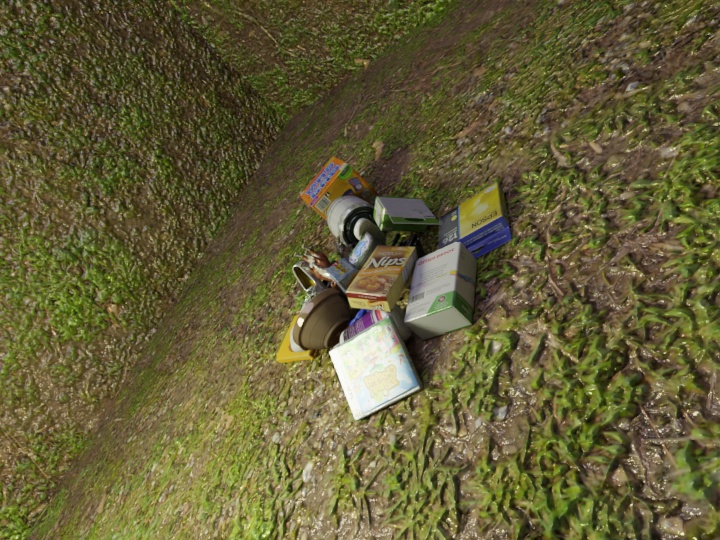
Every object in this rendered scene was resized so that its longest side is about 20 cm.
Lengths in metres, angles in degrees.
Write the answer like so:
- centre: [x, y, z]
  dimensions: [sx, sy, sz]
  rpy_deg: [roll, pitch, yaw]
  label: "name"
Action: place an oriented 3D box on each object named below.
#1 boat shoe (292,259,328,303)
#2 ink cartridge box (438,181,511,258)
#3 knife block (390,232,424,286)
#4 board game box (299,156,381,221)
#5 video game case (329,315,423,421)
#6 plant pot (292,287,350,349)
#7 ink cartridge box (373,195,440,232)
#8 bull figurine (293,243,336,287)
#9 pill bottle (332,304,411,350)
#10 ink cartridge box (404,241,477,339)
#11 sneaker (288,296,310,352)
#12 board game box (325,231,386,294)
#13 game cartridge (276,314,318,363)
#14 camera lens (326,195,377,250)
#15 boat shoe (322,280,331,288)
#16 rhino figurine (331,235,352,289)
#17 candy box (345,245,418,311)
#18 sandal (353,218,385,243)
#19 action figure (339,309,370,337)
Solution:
- centre: [-0.144, 0.062, 1.556]
  dimensions: [0.074, 0.203, 0.086]
  rpy_deg: [-33, -3, 28]
  label: "boat shoe"
- centre: [0.293, -0.114, 1.337]
  dimensions: [0.197, 0.047, 0.201]
  rpy_deg: [-30, 31, 32]
  label: "ink cartridge box"
- centre: [0.095, -0.024, 1.432]
  dimensions: [0.199, 0.064, 0.176]
  rpy_deg: [-29, 37, -8]
  label: "knife block"
- centre: [-0.073, -0.273, 1.900]
  dimensions: [0.200, 0.200, 0.200]
  rpy_deg: [-49, 27, 1]
  label: "board game box"
- centre: [0.031, 0.232, 1.202]
  dimensions: [0.199, 0.022, 0.183]
  rpy_deg: [-34, 68, 27]
  label: "video game case"
- centre: [-0.092, 0.158, 1.460]
  dimensions: [0.092, 0.201, 0.201]
  rpy_deg: [37, 86, 26]
  label: "plant pot"
- centre: [0.132, -0.147, 1.492]
  dimensions: [0.200, 0.146, 0.076]
  rpy_deg: [-111, 26, -59]
  label: "ink cartridge box"
- centre: [-0.124, -0.017, 1.501]
  dimensions: [0.065, 0.121, 0.200]
  rpy_deg: [-58, 22, 3]
  label: "bull figurine"
- centre: [0.026, 0.172, 1.296]
  dimensions: [0.200, 0.112, 0.113]
  rpy_deg: [-38, 29, 20]
  label: "pill bottle"
- centre: [0.197, 0.048, 1.229]
  dimensions: [0.144, 0.084, 0.201]
  rpy_deg: [-24, 37, 39]
  label: "ink cartridge box"
- centre: [-0.181, 0.163, 1.589]
  dimensions: [0.084, 0.073, 0.201]
  rpy_deg: [-21, 39, 41]
  label: "sneaker"
- centre: [0.000, 0.000, 1.431]
  dimensions: [0.062, 0.200, 0.201]
  rpy_deg: [39, 96, 32]
  label: "board game box"
- centre: [-0.182, 0.213, 1.645]
  dimensions: [0.199, 0.032, 0.177]
  rpy_deg: [-18, 41, 48]
  label: "game cartridge"
- centre: [-0.021, -0.165, 1.733]
  dimensions: [0.160, 0.160, 0.200]
  rpy_deg: [-49, 28, 1]
  label: "camera lens"
- centre: [-0.110, 0.044, 1.713]
  dimensions: [0.067, 0.057, 0.201]
  rpy_deg: [-26, 36, 40]
  label: "boat shoe"
- centre: [-0.045, -0.012, 1.557]
  dimensions: [0.059, 0.202, 0.087]
  rpy_deg: [-22, 23, -32]
  label: "rhino figurine"
- centre: [0.059, 0.015, 1.292]
  dimensions: [0.115, 0.056, 0.200]
  rpy_deg: [4, 40, 29]
  label: "candy box"
- centre: [0.024, -0.096, 1.477]
  dimensions: [0.050, 0.203, 0.083]
  rpy_deg: [29, 75, 30]
  label: "sandal"
- centre: [0.026, 0.116, 1.410]
  dimensions: [0.201, 0.065, 0.099]
  rpy_deg: [-57, 11, -14]
  label: "action figure"
